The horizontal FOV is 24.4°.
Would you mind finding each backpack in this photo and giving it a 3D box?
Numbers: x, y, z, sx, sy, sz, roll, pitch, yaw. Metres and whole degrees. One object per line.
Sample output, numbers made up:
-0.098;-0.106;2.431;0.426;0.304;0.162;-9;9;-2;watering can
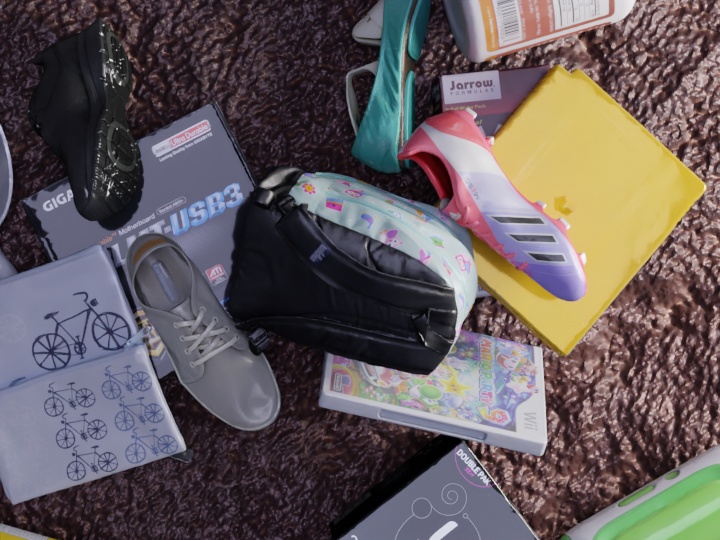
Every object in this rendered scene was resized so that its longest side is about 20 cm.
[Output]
0.000;0.000;1.413;0.198;0.127;0.168;18;130;6;backpack

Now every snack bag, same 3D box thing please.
-0.265;0.090;1.460;0.187;0.021;0.202;-17;97;18;snack bag

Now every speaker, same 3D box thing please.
0.278;0.233;1.509;0.199;0.088;0.089;-29;91;-4;speaker

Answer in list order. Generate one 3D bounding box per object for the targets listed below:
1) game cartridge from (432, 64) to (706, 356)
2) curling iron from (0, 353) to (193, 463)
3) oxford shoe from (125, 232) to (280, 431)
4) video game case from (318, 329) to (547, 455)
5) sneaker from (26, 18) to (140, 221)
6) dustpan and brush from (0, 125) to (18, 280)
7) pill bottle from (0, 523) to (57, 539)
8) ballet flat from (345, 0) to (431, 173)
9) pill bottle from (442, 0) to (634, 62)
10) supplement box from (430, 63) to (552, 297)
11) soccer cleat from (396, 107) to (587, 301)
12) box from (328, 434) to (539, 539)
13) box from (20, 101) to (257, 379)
0.178;-0.056;1.474;0.176;0.032;0.200;42;84;-3;game cartridge
-0.238;0.120;1.499;0.199;0.026;0.050;32;94;-3;curling iron
-0.139;0.056;1.448;0.075;0.058;0.201;-34;94;-7;oxford shoe
0.066;0.093;1.474;0.198;0.144;0.018;13;122;-4;video game case
-0.246;-0.124;1.459;0.090;0.076;0.201;-17;54;13;sneaker
-0.352;-0.051;1.488;0.139;0.057;0.201;-30;85;7;dustpan and brush
-0.307;0.281;1.450;0.198;0.112;0.113;16;88;-4;pill bottle
0.023;-0.190;1.508;0.070;0.067;0.202;7;87;10;ballet flat
0.176;-0.265;1.495;0.198;0.112;0.113;-17;90;-5;pill bottle
0.129;-0.080;1.514;0.108;0.061;0.202;-6;89;-4;supplement box
0.113;-0.046;1.415;0.076;0.067;0.201;-36;87;-22;soccer cleat
0.087;0.267;1.474;0.148;0.124;0.201;-38;91;-2;box
-0.172;-0.019;1.498;0.199;0.050;0.200;-26;92;-5;box
